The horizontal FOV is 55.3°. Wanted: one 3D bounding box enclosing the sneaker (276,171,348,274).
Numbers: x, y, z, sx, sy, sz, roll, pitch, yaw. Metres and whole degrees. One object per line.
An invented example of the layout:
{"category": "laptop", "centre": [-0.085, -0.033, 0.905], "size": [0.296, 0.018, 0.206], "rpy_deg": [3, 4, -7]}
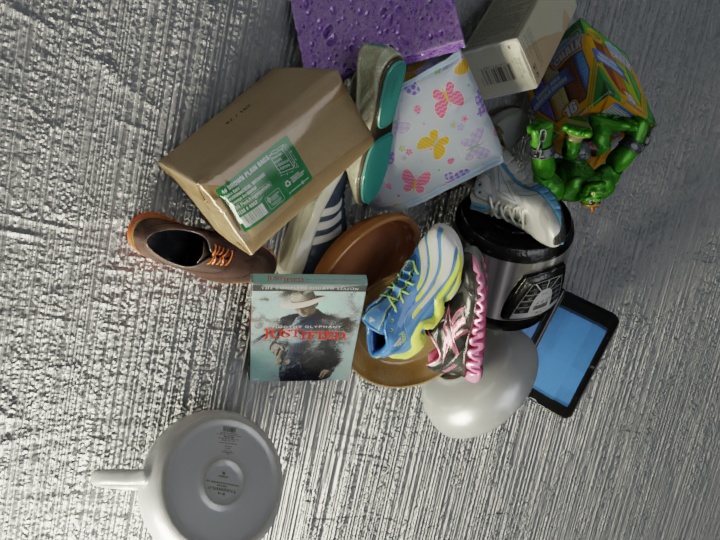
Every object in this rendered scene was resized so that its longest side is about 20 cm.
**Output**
{"category": "sneaker", "centre": [-0.042, -0.073, 0.928], "size": [0.084, 0.075, 0.202], "rpy_deg": [14, 109, -32]}

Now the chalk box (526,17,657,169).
{"category": "chalk box", "centre": [0.336, -0.279, 1.041], "size": [0.124, 0.124, 0.202], "rpy_deg": [17, 52, -34]}

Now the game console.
{"category": "game console", "centre": [0.312, 0.120, 1.167], "size": [0.170, 0.118, 0.202], "rpy_deg": [29, 88, -34]}

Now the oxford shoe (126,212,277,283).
{"category": "oxford shoe", "centre": [-0.186, -0.017, 0.856], "size": [0.198, 0.072, 0.072], "rpy_deg": [12, 97, -33]}

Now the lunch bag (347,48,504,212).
{"category": "lunch bag", "centre": [0.067, -0.192, 0.927], "size": [0.198, 0.128, 0.171], "rpy_deg": [-27, 118, 9]}

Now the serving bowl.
{"category": "serving bowl", "centre": [0.168, 0.150, 1.044], "size": [0.200, 0.200, 0.066], "rpy_deg": [-49, 116, -10]}

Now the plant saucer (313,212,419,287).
{"category": "plant saucer", "centre": [0.000, 0.000, 0.949], "size": [0.199, 0.037, 0.201], "rpy_deg": [-36, 150, -24]}

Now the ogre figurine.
{"category": "ogre figurine", "centre": [0.307, -0.151, 0.945], "size": [0.199, 0.098, 0.121], "rpy_deg": [-22, 132, -39]}

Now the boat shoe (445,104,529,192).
{"category": "boat shoe", "centre": [0.191, -0.180, 1.038], "size": [0.199, 0.068, 0.075], "rpy_deg": [-40, 120, -16]}

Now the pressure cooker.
{"category": "pressure cooker", "centre": [0.218, -0.011, 1.028], "size": [0.202, 0.174, 0.179], "rpy_deg": [93, 21, -43]}

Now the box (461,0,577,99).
{"category": "box", "centre": [0.224, -0.336, 0.959], "size": [0.078, 0.094, 0.201], "rpy_deg": [54, 53, -32]}

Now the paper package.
{"category": "paper package", "centre": [-0.111, -0.138, 0.797], "size": [0.200, 0.190, 0.104], "rpy_deg": [-42, 120, -12]}

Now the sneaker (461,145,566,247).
{"category": "sneaker", "centre": [0.195, -0.089, 0.922], "size": [0.086, 0.201, 0.076], "rpy_deg": [-23, 134, -12]}

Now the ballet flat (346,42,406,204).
{"category": "ballet flat", "centre": [0.009, -0.180, 0.844], "size": [0.067, 0.062, 0.202], "rpy_deg": [-31, 144, -46]}

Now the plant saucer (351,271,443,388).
{"category": "plant saucer", "centre": [0.067, 0.079, 0.987], "size": [0.197, 0.036, 0.203], "rpy_deg": [-6, 120, -10]}

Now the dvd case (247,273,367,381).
{"category": "dvd case", "centre": [-0.074, 0.080, 0.900], "size": [0.144, 0.022, 0.202], "rpy_deg": [1, 134, -10]}

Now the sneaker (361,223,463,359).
{"category": "sneaker", "centre": [0.063, 0.038, 0.878], "size": [0.104, 0.075, 0.202], "rpy_deg": [-15, 130, -46]}

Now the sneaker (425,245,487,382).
{"category": "sneaker", "centre": [0.125, 0.061, 0.935], "size": [0.094, 0.079, 0.203], "rpy_deg": [5, 115, 12]}

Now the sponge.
{"category": "sponge", "centre": [0.020, -0.301, 0.838], "size": [0.197, 0.030, 0.113], "rpy_deg": [-12, 84, 11]}

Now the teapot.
{"category": "teapot", "centre": [-0.209, 0.281, 0.894], "size": [0.197, 0.146, 0.201], "rpy_deg": [-38, 96, -40]}
